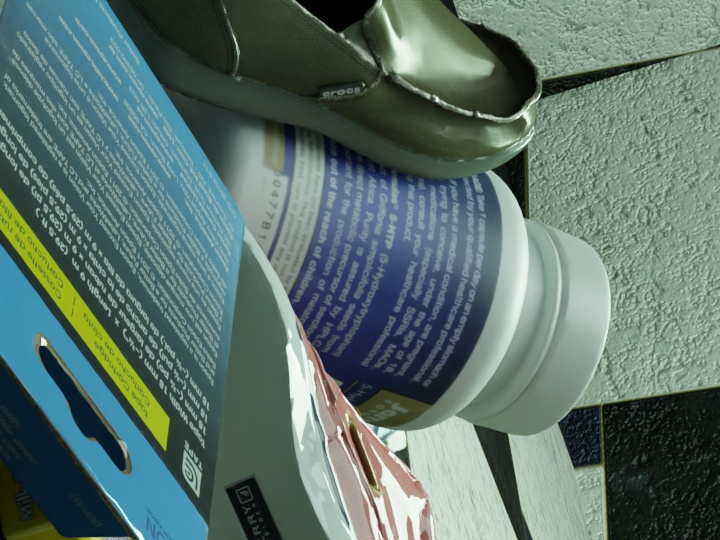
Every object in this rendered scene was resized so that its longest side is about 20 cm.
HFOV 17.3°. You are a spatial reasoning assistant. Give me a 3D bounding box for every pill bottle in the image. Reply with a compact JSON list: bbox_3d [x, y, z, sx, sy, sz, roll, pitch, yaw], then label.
[{"bbox_3d":[0.000,0.000,0.977,0.199,0.120,0.120,19,41,-29],"label":"pill bottle"}]

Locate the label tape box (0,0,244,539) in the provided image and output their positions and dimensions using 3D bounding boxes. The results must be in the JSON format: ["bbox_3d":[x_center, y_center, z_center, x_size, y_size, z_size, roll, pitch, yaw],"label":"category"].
[{"bbox_3d":[-0.100,0.002,0.722,0.145,0.063,0.201,58,20,-31],"label":"label tape box"}]

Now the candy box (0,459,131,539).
[{"bbox_3d":[-0.091,0.074,0.864,0.200,0.026,0.103,56,20,-64],"label":"candy box"}]

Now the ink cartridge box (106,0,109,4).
[{"bbox_3d":[-0.080,-0.172,0.932,0.200,0.067,0.117,49,63,-38],"label":"ink cartridge box"}]

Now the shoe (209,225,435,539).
[{"bbox_3d":[-0.030,0.065,0.886,0.201,0.071,0.091,69,18,-2],"label":"shoe"}]

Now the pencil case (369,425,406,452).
[{"bbox_3d":[-0.002,0.013,1.105,0.083,0.090,0.201,26,73,-29],"label":"pencil case"}]

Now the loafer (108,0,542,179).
[{"bbox_3d":[0.001,-0.090,0.909,0.199,0.070,0.075,9,41,-40],"label":"loafer"}]
